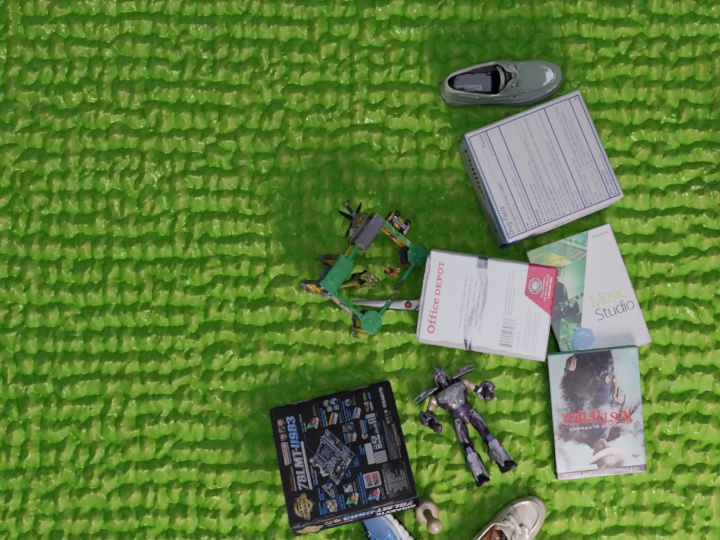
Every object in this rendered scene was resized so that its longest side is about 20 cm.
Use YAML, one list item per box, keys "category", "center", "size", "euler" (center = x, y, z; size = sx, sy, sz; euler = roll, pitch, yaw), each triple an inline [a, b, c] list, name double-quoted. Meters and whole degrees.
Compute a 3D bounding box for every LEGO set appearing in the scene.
- category: "LEGO set"
  center: [0.000, 0.000, 1.713]
  size: [0.153, 0.116, 0.201]
  euler: [32, 78, -20]

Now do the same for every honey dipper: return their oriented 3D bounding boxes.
- category: "honey dipper"
  center: [0.101, 0.366, 1.616]
  size: [0.038, 0.200, 0.038]
  euler: [0, 84, 1]

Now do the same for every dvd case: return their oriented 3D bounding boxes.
- category: "dvd case"
  center: [0.368, 0.222, 1.700]
  size: [0.145, 0.022, 0.201]
  euler: [-5, 97, 0]

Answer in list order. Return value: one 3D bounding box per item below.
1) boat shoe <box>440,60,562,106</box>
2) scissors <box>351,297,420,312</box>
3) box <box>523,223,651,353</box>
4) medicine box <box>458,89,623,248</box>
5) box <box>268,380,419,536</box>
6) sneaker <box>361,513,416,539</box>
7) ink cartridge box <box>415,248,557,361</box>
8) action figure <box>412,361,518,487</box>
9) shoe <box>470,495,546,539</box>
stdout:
- category: "boat shoe"
  center: [0.228, -0.305, 1.745]
  size: [0.199, 0.066, 0.072]
  euler: [-2, 84, 1]
- category: "scissors"
  center: [0.089, 0.061, 1.738]
  size: [0.199, 0.014, 0.074]
  euler: [-12, 86, -2]
- category: "box"
  center: [0.359, 0.042, 1.727]
  size: [0.144, 0.036, 0.201]
  euler: [-19, 84, -1]
- category: "medicine box"
  center: [0.280, -0.156, 1.712]
  size: [0.199, 0.103, 0.183]
  euler: [-21, 85, -1]
- category: "box"
  center: [-0.027, 0.284, 1.665]
  size: [0.198, 0.050, 0.201]
  euler: [-15, 59, 1]
- category: "sneaker"
  center: [0.035, 0.423, 1.674]
  size: [0.089, 0.079, 0.200]
  euler: [-41, 86, -6]
- category: "ink cartridge box"
  center: [0.194, 0.053, 1.682]
  size: [0.199, 0.083, 0.146]
  euler: [9, 89, 7]
- category: "action figure"
  center: [0.165, 0.231, 1.696]
  size: [0.130, 0.069, 0.201]
  euler: [-31, 82, 3]
- category: "shoe"
  center: [0.211, 0.425, 1.683]
  size: [0.200, 0.053, 0.070]
  euler: [-41, 86, -3]
